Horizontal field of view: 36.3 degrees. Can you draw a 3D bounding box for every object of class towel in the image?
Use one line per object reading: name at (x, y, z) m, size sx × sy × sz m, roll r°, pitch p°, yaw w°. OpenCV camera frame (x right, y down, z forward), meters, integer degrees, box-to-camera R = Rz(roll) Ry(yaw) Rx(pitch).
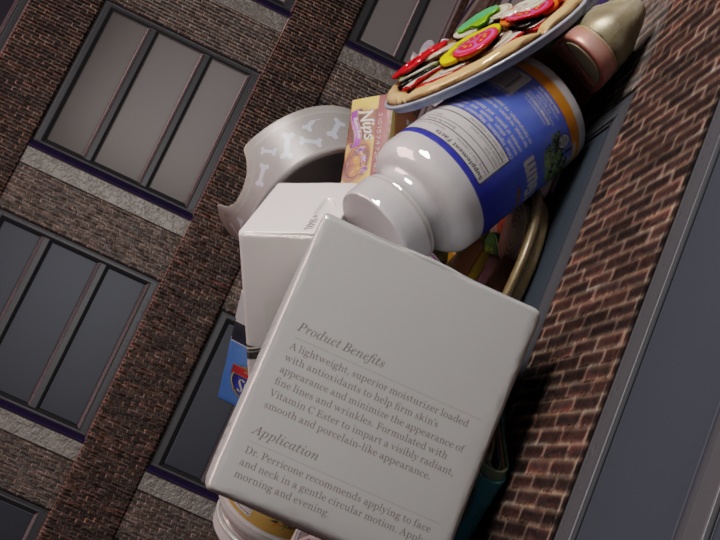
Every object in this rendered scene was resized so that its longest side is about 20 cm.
towel at (0.056, 0.189, 0.829) m, size 0.147 × 0.022 × 0.200 m, roll -76°, pitch 12°, yaw -68°

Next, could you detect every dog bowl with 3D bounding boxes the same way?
dog bowl at (-0.056, -0.085, 1.219) m, size 0.059 × 0.200 × 0.200 m, roll 54°, pitch 131°, yaw 34°

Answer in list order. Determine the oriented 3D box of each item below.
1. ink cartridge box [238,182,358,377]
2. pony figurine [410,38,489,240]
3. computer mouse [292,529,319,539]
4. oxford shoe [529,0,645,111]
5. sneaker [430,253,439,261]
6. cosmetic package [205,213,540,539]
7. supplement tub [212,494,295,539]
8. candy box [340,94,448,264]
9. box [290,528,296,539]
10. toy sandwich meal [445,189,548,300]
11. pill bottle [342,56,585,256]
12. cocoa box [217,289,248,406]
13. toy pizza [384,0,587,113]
ink cartridge box at (-0.048, 0.035, 0.984) m, size 0.146 × 0.084 × 0.200 m, roll -66°, pitch -24°, yaw -67°
pony figurine at (0.122, -0.139, 1.122) m, size 0.193 × 0.166 × 0.200 m, roll -71°, pitch -14°, yaw -54°
computer mouse at (-0.022, 0.236, 0.906) m, size 0.110 × 0.044 × 0.200 m, roll -8°, pitch 85°, yaw 42°
oxford shoe at (0.203, -0.191, 0.979) m, size 0.074 × 0.071 × 0.200 m, roll -43°, pitch 7°, yaw -3°
sneaker at (0.000, 0.000, 1.130) m, size 0.075 × 0.200 × 0.100 m, roll 43°, pitch -111°, yaw -48°
cosmetic package at (0.001, 0.094, 0.790) m, size 0.165 × 0.165 × 0.200 m, roll 130°, pitch 165°, yaw -77°
supplement tub at (-0.080, 0.236, 1.290) m, size 0.144 × 0.144 × 0.200 m, roll -78°, pitch 13°, yaw -67°
candy box at (0.053, -0.091, 1.189) m, size 0.200 × 0.056 × 0.117 m, roll 39°, pitch -127°, yaw -54°
box at (0.002, 0.204, 0.976) m, size 0.200 × 0.082 × 0.068 m, roll -63°, pitch 6°, yaw 11°
toy sandwich meal at (0.097, 0.005, 0.990) m, size 0.205 × 0.070 × 0.205 m, roll -155°, pitch 90°, yaw -85°
pill bottle at (0.085, -0.086, 0.926) m, size 0.200 × 0.112 × 0.112 m, roll -39°, pitch -5°, yaw -21°
cocoa box at (-0.040, 0.084, 1.211) m, size 0.200 × 0.133 × 0.131 m, roll -22°, pitch -48°, yaw -60°
toy pizza at (0.105, -0.201, 0.969) m, size 0.200 × 0.032 × 0.200 m, roll -28°, pitch 15°, yaw 8°
